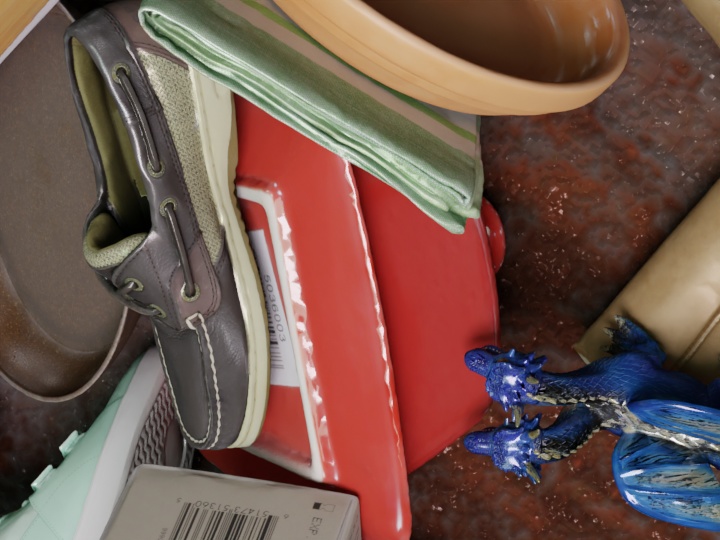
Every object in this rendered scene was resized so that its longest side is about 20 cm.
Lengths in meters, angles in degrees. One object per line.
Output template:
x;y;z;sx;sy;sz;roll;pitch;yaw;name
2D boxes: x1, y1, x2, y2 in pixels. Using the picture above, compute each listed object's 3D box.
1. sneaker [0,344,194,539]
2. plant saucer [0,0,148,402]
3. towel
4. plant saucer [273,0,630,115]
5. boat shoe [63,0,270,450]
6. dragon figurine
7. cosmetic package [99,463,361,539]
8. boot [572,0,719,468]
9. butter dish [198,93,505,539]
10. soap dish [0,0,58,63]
-0.158;0.112;0.950;0.117;0.201;0.074;7;145;22;sneaker
-0.149;-0.040;0.925;0.200;0.032;0.202;17;113;48;plant saucer
-0.014;-0.102;0.808;0.152;0.200;0.023;31;117;-14;towel
0.020;-0.132;0.810;0.200;0.200;0.038;37;123;1;plant saucer
-0.085;-0.016;0.809;0.072;0.066;0.202;24;125;54;boat shoe
0.140;0.070;0.836;0.199;0.099;0.059;17;116;8;dragon figurine
-0.052;0.186;0.855;0.104;0.071;0.201;6;127;14;cosmetic package
0.159;-0.030;0.875;0.175;0.066;0.200;37;114;2;boot
0.000;0.000;0.893;0.199;0.147;0.201;14;118;58;butter dish
-0.223;-0.170;0.878;0.157;0.081;0.201;-37;73;39;soap dish
